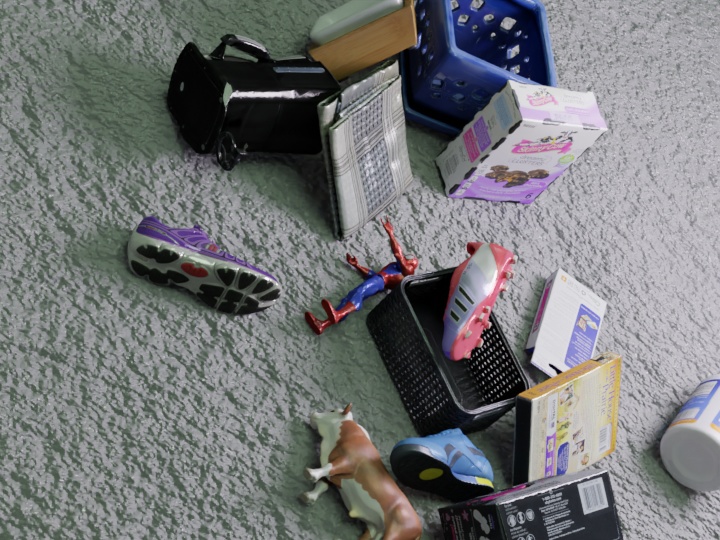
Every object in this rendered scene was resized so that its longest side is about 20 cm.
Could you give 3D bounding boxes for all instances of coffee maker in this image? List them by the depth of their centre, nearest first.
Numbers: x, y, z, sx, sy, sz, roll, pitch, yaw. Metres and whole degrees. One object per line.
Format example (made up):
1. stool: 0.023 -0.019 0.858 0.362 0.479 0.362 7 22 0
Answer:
1. coffee maker: -0.131 -0.207 1.742 0.199 0.135 0.194 -4 66 -38

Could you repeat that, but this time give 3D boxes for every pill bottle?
1. pill bottle: 0.523 0.222 1.907 0.112 0.112 0.200 48 45 3

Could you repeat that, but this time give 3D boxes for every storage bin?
1. storage bin: 0.114 0.109 1.714 0.134 0.094 0.201 -10 65 -39

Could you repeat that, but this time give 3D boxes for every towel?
1. towel: 0.014 -0.168 1.795 0.192 0.034 0.202 -39 129 -45

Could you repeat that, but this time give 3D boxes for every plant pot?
1. plant pot: 0.163 -0.315 1.984 0.198 0.180 0.202 16 52 -24

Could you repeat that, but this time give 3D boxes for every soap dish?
1. soap dish: 0.010 -0.345 1.879 0.200 0.156 0.082 -82 147 -71

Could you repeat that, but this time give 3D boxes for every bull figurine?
1. bull figurine: -0.007 0.253 1.549 0.121 0.065 0.200 -31 78 -40

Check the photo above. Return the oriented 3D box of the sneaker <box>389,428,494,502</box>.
1. sneaker: 0.094 0.227 1.607 0.200 0.066 0.079 29 42 -48

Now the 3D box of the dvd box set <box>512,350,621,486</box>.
1. dvd box set: 0.276 0.204 1.740 0.029 0.148 0.199 19 28 42

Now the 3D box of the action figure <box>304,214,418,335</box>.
1. action figure: 0.000 0.000 1.728 0.199 0.065 0.100 -25 85 -43

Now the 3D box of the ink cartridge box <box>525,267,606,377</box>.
1. ink cartridge box: 0.295 0.094 1.891 0.094 0.037 0.201 35 44 -11

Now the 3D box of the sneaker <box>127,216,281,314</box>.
1. sneaker: -0.185 -0.015 1.605 0.199 0.081 0.084 25 43 -18

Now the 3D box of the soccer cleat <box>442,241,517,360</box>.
1. soccer cleat: 0.138 0.038 1.683 0.076 0.067 0.201 18 49 18

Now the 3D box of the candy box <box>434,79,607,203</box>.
1. candy box: 0.235 -0.185 1.928 0.166 0.200 0.072 2 58 -33

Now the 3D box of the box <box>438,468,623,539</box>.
1. box: 0.211 0.326 1.595 0.199 0.114 0.134 -8 83 -39
